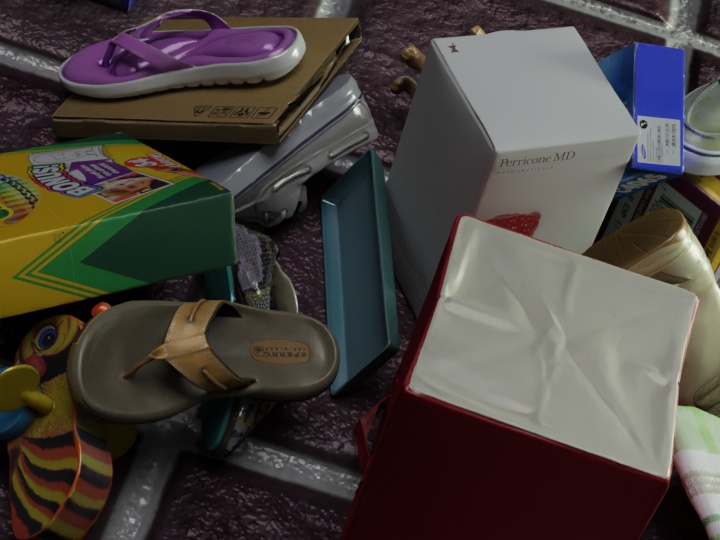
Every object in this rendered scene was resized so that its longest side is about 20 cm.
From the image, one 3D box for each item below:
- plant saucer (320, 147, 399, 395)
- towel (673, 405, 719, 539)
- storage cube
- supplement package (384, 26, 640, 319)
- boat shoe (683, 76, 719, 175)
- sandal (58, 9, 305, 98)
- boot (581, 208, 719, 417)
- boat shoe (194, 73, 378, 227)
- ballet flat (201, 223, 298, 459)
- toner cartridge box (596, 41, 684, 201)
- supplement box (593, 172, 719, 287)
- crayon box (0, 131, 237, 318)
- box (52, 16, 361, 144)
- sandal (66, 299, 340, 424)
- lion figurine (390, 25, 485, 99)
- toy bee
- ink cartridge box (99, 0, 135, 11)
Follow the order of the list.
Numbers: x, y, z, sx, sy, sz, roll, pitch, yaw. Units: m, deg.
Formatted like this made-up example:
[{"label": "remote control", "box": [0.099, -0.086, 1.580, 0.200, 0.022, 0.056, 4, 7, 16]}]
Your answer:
[{"label": "plant saucer", "box": [0.000, 0.000, 1.335, 0.019, 0.070, 0.200, 25, 40, -27]}, {"label": "towel", "box": [0.288, 0.180, 1.230, 0.149, 0.031, 0.200, 15, 41, -41]}, {"label": "storage cube", "box": [0.104, 0.102, 1.189, 0.200, 0.180, 0.171, 20, 46, 1]}, {"label": "supplement package", "box": [0.102, -0.064, 1.328, 0.121, 0.200, 0.120, -8, 51, -22]}, {"label": "boat shoe", "box": [0.299, -0.136, 1.369, 0.072, 0.062, 0.200, 41, 51, 23]}, {"label": "sandal", "box": [-0.140, -0.176, 1.385, 0.202, 0.050, 0.083, -3, 35, 17]}, {"label": "boot", "box": [0.184, 0.062, 1.311, 0.156, 0.200, 0.073, 51, 18, -23]}, {"label": "boat shoe", "box": [-0.068, -0.068, 1.370, 0.200, 0.071, 0.070, -39, 111, -21]}, {"label": "ballet flat", "box": [-0.073, 0.049, 1.267, 0.072, 0.072, 0.201, 6, 48, -12]}, {"label": "toner cartridge box", "box": [0.180, -0.102, 1.372, 0.043, 0.200, 0.095, 7, 79, -18]}, {"label": "supplement box", "box": [0.294, -0.071, 1.441, 0.103, 0.131, 0.200, 41, 49, 22]}, {"label": "crayon box", "box": [-0.206, -0.038, 1.248, 0.172, 0.058, 0.200, -12, 21, -27]}, {"label": "box", "box": [-0.118, -0.152, 1.408, 0.200, 0.021, 0.164, 4, 37, 26]}, {"label": "sandal", "box": [-0.094, 0.052, 1.162, 0.200, 0.054, 0.081, -1, 72, -31]}, {"label": "lion figurine", "box": [0.102, -0.136, 1.486, 0.200, 0.073, 0.123, -26, 62, -37]}, {"label": "toy bee", "box": [-0.197, 0.072, 1.162, 0.200, 0.109, 0.131, 62, 17, 13]}, {"label": "ink cartridge box", "box": [-0.229, -0.308, 1.546, 0.136, 0.076, 0.200, 21, 47, 4]}]
